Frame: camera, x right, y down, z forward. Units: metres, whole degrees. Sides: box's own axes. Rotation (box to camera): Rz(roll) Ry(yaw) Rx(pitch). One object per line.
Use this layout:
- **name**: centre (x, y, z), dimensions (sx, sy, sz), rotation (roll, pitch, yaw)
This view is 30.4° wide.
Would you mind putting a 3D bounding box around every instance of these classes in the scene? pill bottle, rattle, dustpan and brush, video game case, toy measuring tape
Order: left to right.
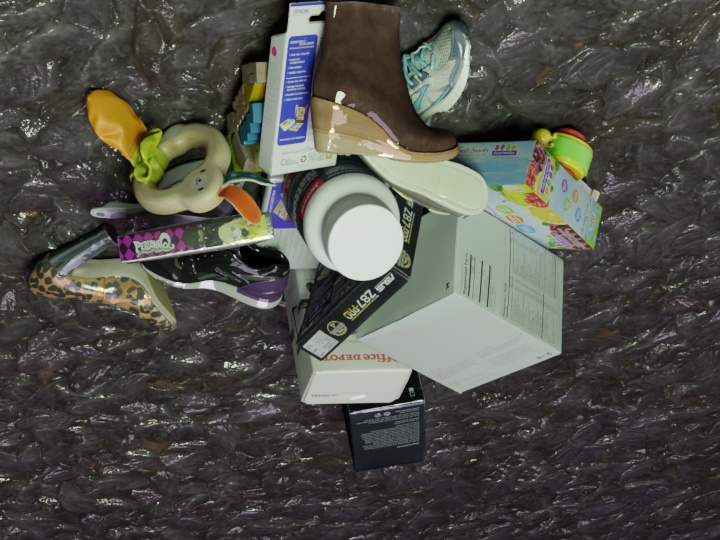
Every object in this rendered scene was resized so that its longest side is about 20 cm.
- **dustpan and brush**: centre (-0.240, -0.085, 1.651), dimensions (0.197, 0.058, 0.140), rotation (3, 143, -23)
- **rattle**: centre (-0.199, -0.135, 1.487), dimensions (0.129, 0.199, 0.144), rotation (-33, 128, -23)
- **video game case**: centre (-0.198, -0.038, 1.588), dimensions (0.178, 0.036, 0.200), rotation (-9, -179, -9)
- **pill bottle**: centre (-0.018, -0.067, 1.572), dimensions (0.118, 0.200, 0.122), rotation (-5, 112, -14)
- **toy measuring tape**: centre (0.287, -0.132, 1.744), dimensions (0.073, 0.074, 0.199), rotation (-28, 142, 23)

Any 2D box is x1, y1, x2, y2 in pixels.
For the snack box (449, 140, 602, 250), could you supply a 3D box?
- **snack box**: centre (0.195, -0.095, 1.716), dimensions (0.167, 0.069, 0.200), rotation (3, 158, 37)

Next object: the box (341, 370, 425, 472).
- **box**: centre (0.025, 0.165, 1.982), dimensions (0.115, 0.199, 0.201), rotation (-10, 147, -3)

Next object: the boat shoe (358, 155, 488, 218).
- **boat shoe**: centre (0.060, -0.121, 1.581), dimensions (0.200, 0.073, 0.060), rotation (28, 163, -25)

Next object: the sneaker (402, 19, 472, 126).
- **sneaker**: centre (0.062, -0.216, 1.549), dimensions (0.085, 0.079, 0.201), rotation (9, 141, -24)

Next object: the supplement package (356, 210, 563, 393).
- **supplement package**: centre (0.132, 0.037, 1.742), dimensions (0.199, 0.149, 0.190), rotation (28, 142, -32)

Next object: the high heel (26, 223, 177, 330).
- **high heel**: centre (-0.344, 0.036, 1.774), dimensions (0.141, 0.072, 0.201), rotation (-27, 128, 10)

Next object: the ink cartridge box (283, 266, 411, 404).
- **ink cartridge box**: centre (-0.020, 0.075, 1.832), dimensions (0.144, 0.202, 0.085), rotation (0, 145, -18)

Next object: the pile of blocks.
- **pile of blocks**: centre (-0.116, -0.167, 1.554), dimensions (0.061, 0.083, 0.201), rotation (-7, 149, -26)

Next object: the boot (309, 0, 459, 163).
- **boot**: centre (0.037, -0.209, 1.475), dimensions (0.197, 0.072, 0.169), rotation (2, 100, -32)

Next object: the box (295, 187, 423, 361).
- **box**: centre (0.000, 0.000, 1.687), dimensions (0.049, 0.163, 0.200), rotation (30, 130, -18)

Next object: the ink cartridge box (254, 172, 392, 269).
- **ink cartridge box**: centre (-0.041, -0.072, 1.751), dimensions (0.197, 0.044, 0.199), rotation (-1, 144, -15)

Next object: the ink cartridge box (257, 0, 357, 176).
- **ink cartridge box**: centre (-0.060, -0.209, 1.490), dimensions (0.094, 0.037, 0.203), rotation (-12, 125, -36)

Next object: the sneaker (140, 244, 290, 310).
- **sneaker**: centre (-0.188, -0.021, 1.732), dimensions (0.197, 0.077, 0.088), rotation (14, 138, -9)
